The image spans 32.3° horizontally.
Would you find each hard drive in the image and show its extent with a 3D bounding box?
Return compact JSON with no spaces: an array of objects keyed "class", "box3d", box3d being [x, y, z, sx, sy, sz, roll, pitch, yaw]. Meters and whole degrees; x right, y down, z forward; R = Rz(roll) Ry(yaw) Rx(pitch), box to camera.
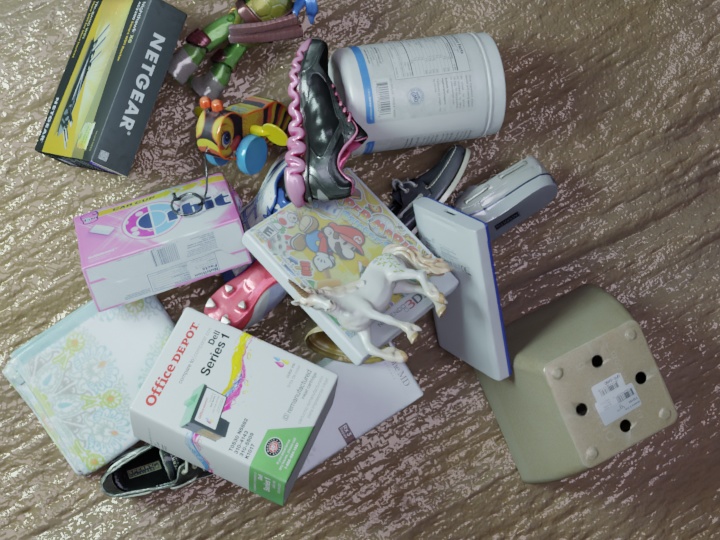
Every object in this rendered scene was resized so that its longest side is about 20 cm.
[{"class":"hard drive","box3d":[0.123,0.021,1.500,0.025,0.132,0.202,-24,119,-23]}]

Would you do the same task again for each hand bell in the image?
[{"class":"hand bell","box3d":[0.000,0.000,1.493,0.103,0.104,0.202,14,65,-11]}]

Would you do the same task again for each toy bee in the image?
[{"class":"toy bee","box3d":[-0.147,-0.162,1.455,0.129,0.201,0.110,4,127,11]}]

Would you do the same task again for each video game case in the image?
[{"class":"video game case","box3d":[-0.009,-0.010,1.442,0.200,0.023,0.182,46,52,12]}]

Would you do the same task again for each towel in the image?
[{"class":"towel","box3d":[-0.303,0.125,1.490,0.199,0.048,0.172,-35,99,-10]}]

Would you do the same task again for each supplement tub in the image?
[{"class":"supplement tub","box3d":[0.066,-0.218,1.529,0.198,0.132,0.134,-8,91,-13]}]

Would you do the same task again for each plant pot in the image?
[{"class":"plant pot","box3d":[0.278,0.145,1.544,0.198,0.177,0.202,-25,93,-11]}]

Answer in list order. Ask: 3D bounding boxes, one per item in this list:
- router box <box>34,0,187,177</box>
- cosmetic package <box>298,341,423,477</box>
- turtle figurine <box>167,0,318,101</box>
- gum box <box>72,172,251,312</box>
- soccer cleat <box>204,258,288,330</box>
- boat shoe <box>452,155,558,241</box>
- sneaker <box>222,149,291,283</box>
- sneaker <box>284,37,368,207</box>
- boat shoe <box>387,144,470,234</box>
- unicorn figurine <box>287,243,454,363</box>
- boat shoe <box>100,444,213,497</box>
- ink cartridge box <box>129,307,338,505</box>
[{"class":"router box","box3d":[-0.291,-0.216,1.439,0.052,0.157,0.202,23,83,-39]},{"class":"cosmetic package","box3d":[-0.033,0.163,1.531,0.199,0.074,0.102,-33,95,-9]},{"class":"turtle figurine","box3d":[-0.164,-0.314,1.490,0.200,0.144,0.194,42,97,-2]},{"class":"gum box","box3d":[-0.228,-0.038,1.457,0.198,0.114,0.067,-18,127,-7]},{"class":"soccer cleat","box3d":[-0.102,0.009,1.491,0.199,0.077,0.067,-38,76,-8]},{"class":"boat shoe","box3d":[0.151,-0.079,1.579,0.199,0.072,0.066,-32,61,4]},{"class":"sneaker","box3d":[-0.110,-0.066,1.512,0.075,0.088,0.202,27,85,-12]},{"class":"sneaker","box3d":[-0.037,-0.171,1.440,0.094,0.079,0.203,0,80,9]},{"class":"boat shoe","box3d":[0.061,-0.086,1.556,0.063,0.073,0.201,39,88,-8]},{"class":"unicorn figurine","box3d":[0.013,0.033,1.372,0.137,0.200,0.074,33,126,12]},{"class":"boat shoe","box3d":[-0.211,0.223,1.466,0.198,0.064,0.071,-24,91,8]},{"class":"ink cartridge box","box3d":[-0.145,0.153,1.419,0.198,0.084,0.146,23,62,7]}]
